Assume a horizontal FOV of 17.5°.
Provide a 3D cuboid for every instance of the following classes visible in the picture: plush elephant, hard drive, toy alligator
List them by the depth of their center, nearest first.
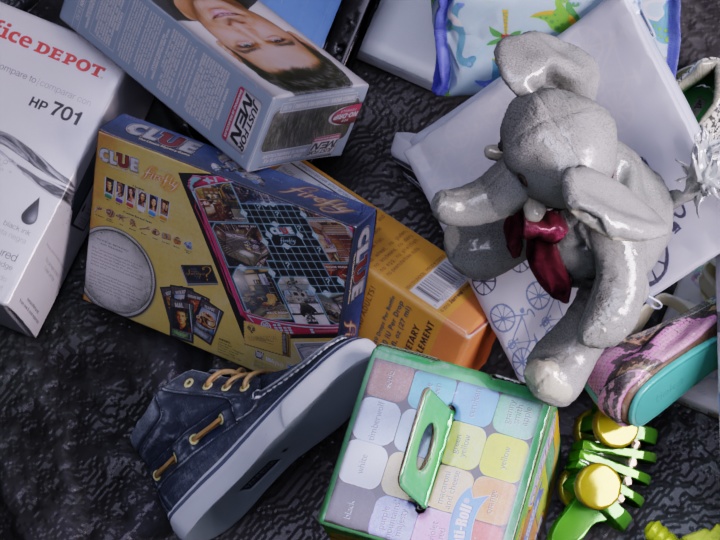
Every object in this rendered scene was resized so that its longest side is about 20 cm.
[{"bbox_3d":[0.117,-0.045,1.395,0.200,0.155,0.165,-37,47,18],"label":"plush elephant"},{"bbox_3d":[0.175,0.101,1.543,0.054,0.059,0.201,19,79,-7],"label":"toy alligator"},{"bbox_3d":[-0.006,-0.226,1.689,0.199,0.027,0.132,25,77,13],"label":"hard drive"}]

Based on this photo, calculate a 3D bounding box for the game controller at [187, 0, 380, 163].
[{"bbox_3d":[-0.049,-0.169,1.646,0.104,0.042,0.201,22,90,13],"label":"game controller"}]

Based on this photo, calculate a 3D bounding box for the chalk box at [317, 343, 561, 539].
[{"bbox_3d":[0.054,0.131,1.475,0.123,0.200,0.125,16,75,11],"label":"chalk box"}]

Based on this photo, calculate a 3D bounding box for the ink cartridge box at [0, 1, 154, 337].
[{"bbox_3d":[-0.255,-0.077,1.639,0.146,0.086,0.201,22,77,13],"label":"ink cartridge box"}]

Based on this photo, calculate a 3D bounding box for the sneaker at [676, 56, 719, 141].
[{"bbox_3d":[0.194,-0.068,1.583,0.077,0.089,0.201,28,79,15],"label":"sneaker"}]

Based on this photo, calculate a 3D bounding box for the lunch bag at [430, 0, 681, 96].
[{"bbox_3d":[0.134,-0.210,1.596,0.169,0.128,0.201,2,44,3],"label":"lunch bag"}]

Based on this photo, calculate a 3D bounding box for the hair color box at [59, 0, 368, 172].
[{"bbox_3d":[-0.101,-0.150,1.588,0.200,0.099,0.061,40,122,28],"label":"hair color box"}]

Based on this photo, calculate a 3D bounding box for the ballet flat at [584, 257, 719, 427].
[{"bbox_3d":[0.226,0.034,1.519,0.199,0.069,0.071,-27,52,-22],"label":"ballet flat"}]

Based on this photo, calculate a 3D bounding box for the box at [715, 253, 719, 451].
[{"bbox_3d":[0.304,0.076,1.487,0.155,0.041,0.201,-2,88,-22],"label":"box"}]

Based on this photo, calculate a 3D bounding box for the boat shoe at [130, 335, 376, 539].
[{"bbox_3d":[-0.075,0.088,1.537,0.200,0.071,0.091,-44,67,25],"label":"boat shoe"}]

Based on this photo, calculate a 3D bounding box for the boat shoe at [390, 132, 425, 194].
[{"bbox_3d":[0.090,-0.031,1.586,0.200,0.072,0.068,32,109,32],"label":"boat shoe"}]

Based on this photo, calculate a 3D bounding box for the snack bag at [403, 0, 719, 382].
[{"bbox_3d":[0.138,-0.053,1.498,0.200,0.021,0.189,-34,72,29],"label":"snack bag"}]

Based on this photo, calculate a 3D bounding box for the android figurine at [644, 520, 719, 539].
[{"bbox_3d":[0.246,0.246,1.503,0.200,0.041,0.182,42,81,15],"label":"android figurine"}]

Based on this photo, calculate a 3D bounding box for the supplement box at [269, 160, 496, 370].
[{"bbox_3d":[0.000,0.000,1.583,0.200,0.067,0.069,35,42,17],"label":"supplement box"}]

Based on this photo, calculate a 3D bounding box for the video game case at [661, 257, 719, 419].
[{"bbox_3d":[0.308,0.021,1.576,0.181,0.024,0.201,22,76,13],"label":"video game case"}]

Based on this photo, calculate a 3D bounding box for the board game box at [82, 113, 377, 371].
[{"bbox_3d":[-0.091,-0.010,1.566,0.199,0.136,0.035,22,31,21],"label":"board game box"}]
